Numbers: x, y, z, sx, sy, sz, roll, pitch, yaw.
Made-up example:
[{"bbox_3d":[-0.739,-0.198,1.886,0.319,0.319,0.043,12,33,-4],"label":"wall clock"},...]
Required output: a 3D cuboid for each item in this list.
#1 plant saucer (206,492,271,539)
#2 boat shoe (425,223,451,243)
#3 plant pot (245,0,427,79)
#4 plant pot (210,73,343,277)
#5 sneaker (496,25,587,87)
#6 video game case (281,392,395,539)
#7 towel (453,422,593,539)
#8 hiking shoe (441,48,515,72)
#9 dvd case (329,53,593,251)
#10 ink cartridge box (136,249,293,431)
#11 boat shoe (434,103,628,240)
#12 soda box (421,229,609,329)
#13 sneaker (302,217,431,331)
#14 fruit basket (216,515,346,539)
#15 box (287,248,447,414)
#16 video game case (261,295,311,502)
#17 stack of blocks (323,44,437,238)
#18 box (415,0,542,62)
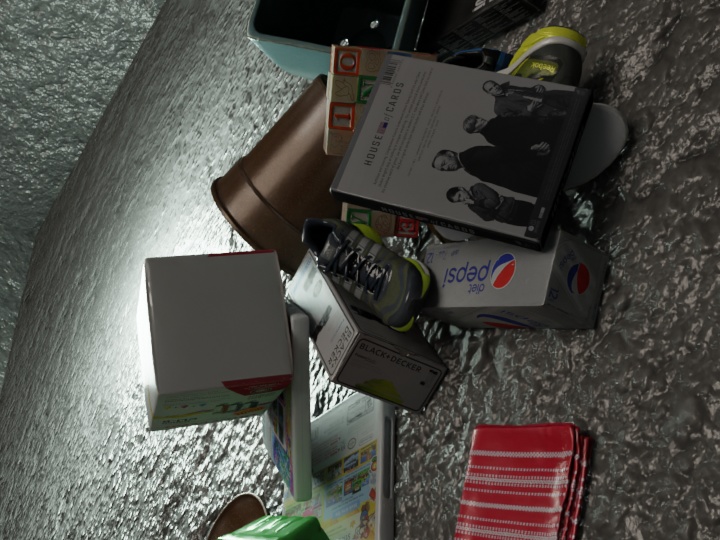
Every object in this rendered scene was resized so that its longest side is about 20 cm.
[{"bbox_3d":[-0.146,0.373,1.105,0.200,0.036,0.203,-41,37,40],"label":"plant saucer"},{"bbox_3d":[0.076,-0.108,0.938,0.071,0.201,0.072,-32,43,-4],"label":"boat shoe"},{"bbox_3d":[-0.006,-0.330,1.186,0.200,0.192,0.200,47,-122,-73],"label":"plant pot"},{"bbox_3d":[-0.053,-0.121,1.158,0.199,0.199,0.201,-48,32,17],"label":"plant pot"},{"bbox_3d":[0.144,-0.151,0.900,0.200,0.073,0.086,130,157,-51],"label":"sneaker"},{"bbox_3d":[-0.028,0.236,1.009,0.199,0.023,0.185,-38,39,43],"label":"video game case"},{"bbox_3d":[0.119,0.225,0.751,0.144,0.022,0.204,-14,58,59],"label":"towel"},{"bbox_3d":[0.115,-0.211,1.012,0.199,0.086,0.076,1,70,61],"label":"hiking shoe"},{"bbox_3d":[0.087,-0.110,0.808,0.197,0.025,0.153,15,71,24],"label":"dvd case"},{"bbox_3d":[-0.168,0.082,1.017,0.200,0.142,0.148,128,134,-66],"label":"ink cartridge box"},{"bbox_3d":[0.159,-0.092,0.861,0.198,0.072,0.070,-33,-3,24],"label":"boat shoe"},{"bbox_3d":[0.131,0.013,0.842,0.199,0.063,0.070,-6,65,60],"label":"soda box"},{"bbox_3d":[0.000,0.000,0.927,0.199,0.080,0.075,36,105,55],"label":"sneaker"},{"bbox_3d":[-0.116,0.333,0.903,0.184,0.094,0.200,-19,21,50],"label":"fruit basket"},{"bbox_3d":[0.001,0.060,0.986,0.061,0.115,0.200,-59,29,14],"label":"box"},{"bbox_3d":[-0.087,0.133,1.048,0.182,0.023,0.205,-151,59,-70],"label":"video game case"},{"bbox_3d":[0.016,-0.144,1.030,0.059,0.113,0.204,-110,24,-73],"label":"stack of blocks"},{"bbox_3d":[0.155,-0.367,1.102,0.199,0.047,0.197,-13,57,59],"label":"box"}]
